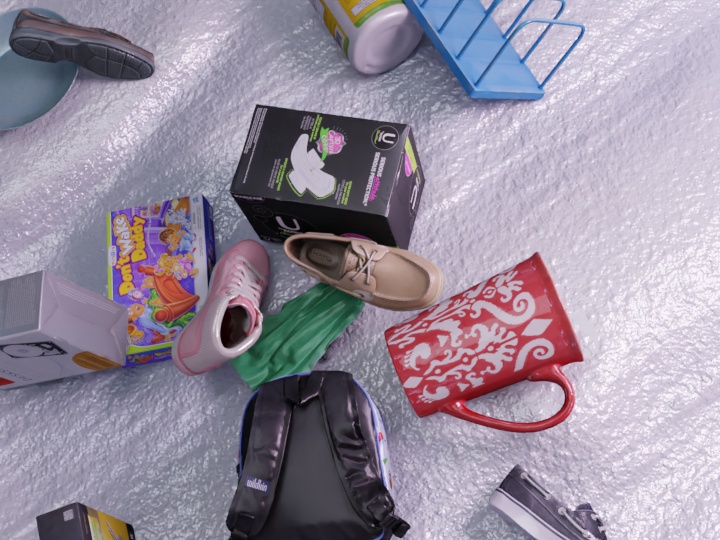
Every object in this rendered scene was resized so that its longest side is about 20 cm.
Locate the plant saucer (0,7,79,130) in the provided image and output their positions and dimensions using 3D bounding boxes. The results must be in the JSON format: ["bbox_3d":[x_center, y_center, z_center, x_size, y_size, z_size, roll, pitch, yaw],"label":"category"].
[{"bbox_3d":[-0.487,-0.282,1.558,0.198,0.039,0.203,-4,67,10],"label":"plant saucer"}]

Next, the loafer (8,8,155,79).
[{"bbox_3d":[-0.380,-0.319,1.501,0.198,0.072,0.064,9,61,-17],"label":"loafer"}]

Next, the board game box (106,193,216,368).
[{"bbox_3d":[-0.252,0.012,1.384,0.133,0.045,0.202,-11,67,8],"label":"board game box"}]

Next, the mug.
[{"bbox_3d":[0.141,0.093,1.216,0.198,0.134,0.179,-23,44,6],"label":"mug"}]

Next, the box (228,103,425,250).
[{"bbox_3d":[-0.035,-0.104,1.328,0.198,0.149,0.126,10,70,16],"label":"box"}]

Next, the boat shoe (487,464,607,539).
[{"bbox_3d":[0.233,0.282,1.162,0.199,0.072,0.068,33,79,29],"label":"boat shoe"}]

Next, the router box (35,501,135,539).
[{"bbox_3d":[-0.282,0.368,1.185,0.052,0.157,0.202,-19,66,4],"label":"router box"}]

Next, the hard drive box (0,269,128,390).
[{"bbox_3d":[-0.405,0.076,1.306,0.198,0.156,0.078,-12,66,25],"label":"hard drive box"}]

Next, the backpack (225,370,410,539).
[{"bbox_3d":[-0.047,0.211,1.202,0.197,0.154,0.193,-4,78,3],"label":"backpack"}]

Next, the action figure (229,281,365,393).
[{"bbox_3d":[-0.062,0.071,1.315,0.200,0.055,0.118,-42,64,-2],"label":"action figure"}]

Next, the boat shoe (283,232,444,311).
[{"bbox_3d":[0.000,0.000,1.253,0.198,0.064,0.072,12,85,29],"label":"boat shoe"}]

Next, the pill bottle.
[{"bbox_3d":[-0.009,-0.371,1.452,0.110,0.111,0.201,-30,65,-2],"label":"pill bottle"}]

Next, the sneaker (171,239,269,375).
[{"bbox_3d":[-0.142,0.035,1.296,0.104,0.075,0.201,-22,31,47],"label":"sneaker"}]

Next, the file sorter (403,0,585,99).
[{"bbox_3d":[0.165,-0.329,1.359,0.138,0.123,0.201,-7,57,-41],"label":"file sorter"}]
